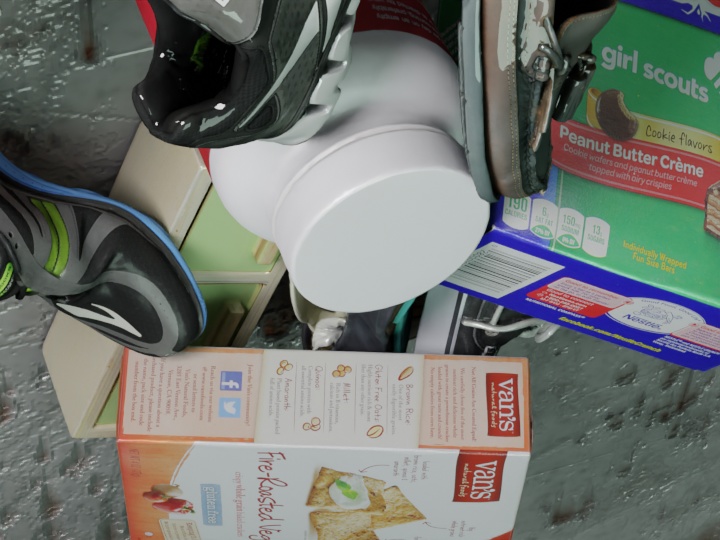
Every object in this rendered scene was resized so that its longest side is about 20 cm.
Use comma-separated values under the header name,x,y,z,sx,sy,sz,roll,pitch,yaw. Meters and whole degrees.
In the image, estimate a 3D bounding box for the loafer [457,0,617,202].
name,x,y,z,sx,sy,sz,roll,pitch,yaw
loafer,0.066,-0.105,0.784,0.063,0.072,0.201,2,131,10

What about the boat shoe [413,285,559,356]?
name,x,y,z,sx,sy,sz,roll,pitch,yaw
boat shoe,0.075,0.005,1.086,0.068,0.074,0.200,21,125,11

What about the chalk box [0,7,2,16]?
name,x,y,z,sx,sy,sz,roll,pitch,yaw
chalk box,-0.253,-0.087,0.843,0.124,0.124,0.200,15,130,-44

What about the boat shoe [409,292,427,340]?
name,x,y,z,sx,sy,sz,roll,pitch,yaw
boat shoe,0.068,-0.017,1.170,0.199,0.076,0.072,-19,142,-12

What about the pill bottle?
name,x,y,z,sx,sy,sz,roll,pitch,yaw
pill bottle,-0.022,-0.084,0.917,0.112,0.201,0.113,-16,144,-12

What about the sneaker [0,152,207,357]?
name,x,y,z,sx,sy,sz,roll,pitch,yaw
sneaker,-0.159,-0.008,0.996,0.199,0.083,0.071,32,132,-29

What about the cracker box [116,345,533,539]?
name,x,y,z,sx,sy,sz,roll,pitch,yaw
cracker box,-0.018,0.094,1.097,0.199,0.058,0.134,1,150,-1

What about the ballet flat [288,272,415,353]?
name,x,y,z,sx,sy,sz,roll,pitch,yaw
ballet flat,0.000,0.000,1.050,0.073,0.073,0.200,-16,160,-13

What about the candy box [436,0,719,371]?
name,x,y,z,sx,sy,sz,roll,pitch,yaw
candy box,0.116,-0.077,0.981,0.168,0.201,0.077,18,155,-27

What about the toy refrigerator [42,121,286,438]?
name,x,y,z,sx,sy,sz,roll,pitch,yaw
toy refrigerator,-0.089,-0.001,1.097,0.076,0.070,0.200,1,137,-31

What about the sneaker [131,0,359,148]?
name,x,y,z,sx,sy,sz,roll,pitch,yaw
sneaker,-0.030,-0.120,0.759,0.090,0.066,0.201,-24,143,-47
